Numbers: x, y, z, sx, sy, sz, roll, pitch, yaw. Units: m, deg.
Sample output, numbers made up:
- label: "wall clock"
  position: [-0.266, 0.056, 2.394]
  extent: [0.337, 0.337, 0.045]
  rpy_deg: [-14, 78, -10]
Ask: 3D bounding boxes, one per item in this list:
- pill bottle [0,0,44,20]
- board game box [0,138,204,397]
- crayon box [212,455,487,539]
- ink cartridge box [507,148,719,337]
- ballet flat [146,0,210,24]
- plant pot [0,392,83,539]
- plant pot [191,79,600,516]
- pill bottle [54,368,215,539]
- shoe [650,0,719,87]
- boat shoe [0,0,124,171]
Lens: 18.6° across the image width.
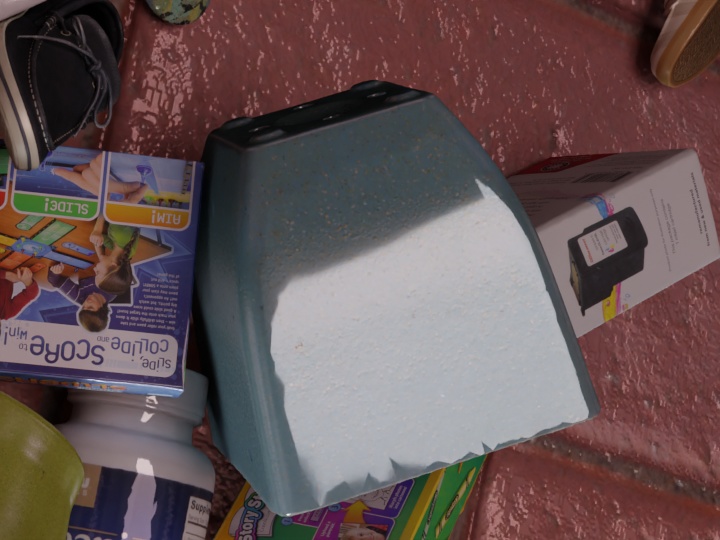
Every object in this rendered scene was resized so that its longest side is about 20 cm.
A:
- label: "pill bottle"
  position: [-0.240, -0.239, 1.234]
  extent: [0.109, 0.109, 0.200]
  rpy_deg: [-33, 109, -35]
- label: "board game box"
  position: [-0.194, -0.005, 1.246]
  extent: [0.199, 0.034, 0.136]
  rpy_deg: [7, 79, -9]
- label: "crayon box"
  position: [-0.003, 0.139, 1.362]
  extent: [0.200, 0.118, 0.058]
  rpy_deg: [-60, 152, -46]
- label: "ink cartridge box"
  position: [0.121, -0.011, 1.492]
  extent: [0.200, 0.146, 0.083]
  rpy_deg: [-27, 107, -36]
- label: "ballet flat"
  position: [-0.104, -0.256, 1.371]
  extent: [0.074, 0.074, 0.201]
  rpy_deg: [0, 89, -39]
- label: "plant pot"
  position: [-0.242, 0.161, 1.161]
  extent: [0.200, 0.200, 0.193]
  rpy_deg: [42, 58, -30]
- label: "plant pot"
  position: [0.000, 0.000, 1.276]
  extent: [0.195, 0.196, 0.201]
  rpy_deg: [-16, 103, -12]
- label: "pill bottle"
  position: [-0.147, 0.154, 1.292]
  extent: [0.111, 0.111, 0.201]
  rpy_deg: [18, 76, -37]
- label: "shoe"
  position: [0.270, -0.222, 1.686]
  extent: [0.200, 0.053, 0.070]
  rpy_deg: [-54, 152, -22]
- label: "boat shoe"
  position: [-0.170, -0.113, 1.242]
  extent: [0.062, 0.200, 0.075]
  rpy_deg: [-10, 111, 5]
